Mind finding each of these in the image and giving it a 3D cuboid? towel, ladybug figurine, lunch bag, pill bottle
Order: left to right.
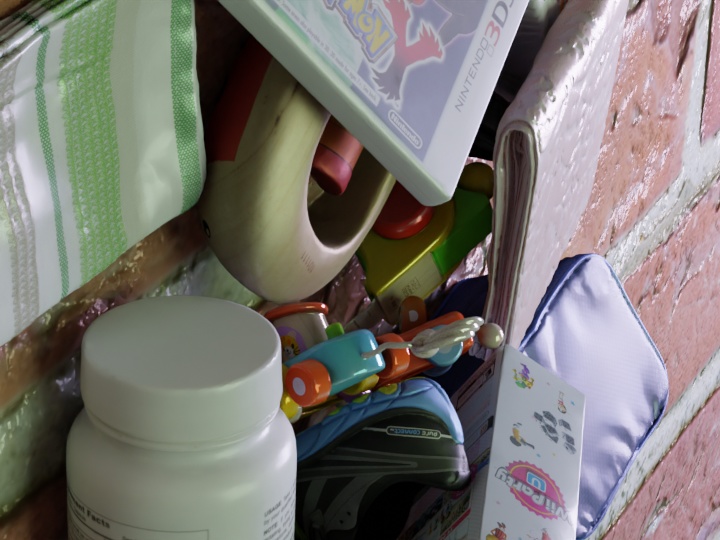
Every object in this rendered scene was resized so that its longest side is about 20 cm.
[{"bbox_3d":[-0.134,-0.049,0.870,0.200,0.031,0.150,-43,140,-46],"label":"towel"},{"bbox_3d":[-0.088,0.122,0.965,0.113,0.113,0.201,-35,136,-52],"label":"pill bottle"},{"bbox_3d":[-0.026,-0.080,1.015,0.200,0.072,0.136,-63,151,-19],"label":"ladybug figurine"},{"bbox_3d":[0.100,0.082,1.286,0.200,0.132,0.136,-49,117,-41],"label":"lunch bag"},{"bbox_3d":[0.114,-0.068,1.177,0.200,0.032,0.191,-60,162,-47],"label":"towel"}]

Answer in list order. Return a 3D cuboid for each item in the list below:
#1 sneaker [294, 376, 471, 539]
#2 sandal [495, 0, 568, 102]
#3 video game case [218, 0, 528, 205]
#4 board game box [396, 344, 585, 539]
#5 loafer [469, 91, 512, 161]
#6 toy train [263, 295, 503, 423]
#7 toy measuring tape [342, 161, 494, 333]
[{"bbox_3d":[-0.025,0.134,1.054,0.199,0.083,0.071,-34,164,24],"label":"sneaker"},{"bbox_3d":[0.092,-0.160,1.205,0.059,0.079,0.207,-65,161,-14],"label":"sandal"},{"bbox_3d":[0.008,-0.163,0.968,0.200,0.023,0.183,43,55,-31],"label":"video game case"},{"bbox_3d":[0.053,0.156,1.079,0.148,0.064,0.200,-50,-166,31],"label":"board game box"},{"bbox_3d":[0.055,-0.105,1.167,0.200,0.073,0.073,-3,103,-64],"label":"loafer"},{"bbox_3d":[0.003,0.037,1.054,0.200,0.150,0.056,81,-14,-82],"label":"toy train"},{"bbox_3d":[0.000,0.000,1.152,0.200,0.074,0.074,-42,146,-11],"label":"toy measuring tape"}]
